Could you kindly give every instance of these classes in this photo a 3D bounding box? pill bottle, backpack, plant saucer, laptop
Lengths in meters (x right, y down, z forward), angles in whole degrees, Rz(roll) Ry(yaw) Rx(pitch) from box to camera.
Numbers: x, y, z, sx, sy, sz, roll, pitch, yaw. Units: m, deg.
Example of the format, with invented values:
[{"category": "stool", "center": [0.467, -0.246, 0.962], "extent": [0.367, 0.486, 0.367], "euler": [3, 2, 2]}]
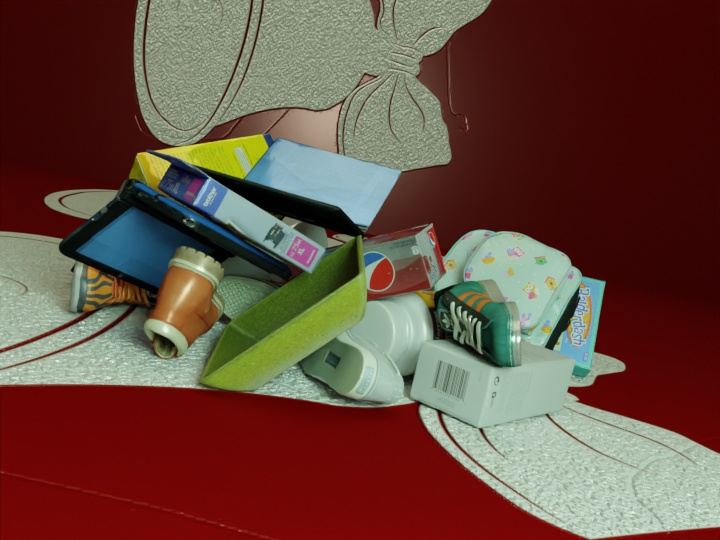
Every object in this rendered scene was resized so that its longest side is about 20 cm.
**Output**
[{"category": "pill bottle", "center": [0.083, 0.081, 1.043], "extent": [0.199, 0.110, 0.109], "euler": [4, 11, -45]}, {"category": "backpack", "center": [0.205, 0.033, 1.188], "extent": [0.199, 0.176, 0.154], "euler": [24, -26, 25]}, {"category": "plant saucer", "center": [-0.067, 0.052, 0.878], "extent": [0.048, 0.199, 0.200], "euler": [55, 7, -12]}, {"category": "laptop", "center": [-0.070, -0.122, 0.980], "extent": [0.186, 0.116, 0.200], "euler": [17, -7, 16]}]

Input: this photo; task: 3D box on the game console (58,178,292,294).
[{"category": "game console", "center": [-0.210, -0.010, 0.939], "extent": [0.170, 0.119, 0.200], "euler": [28, -2, 35]}]

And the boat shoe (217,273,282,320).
[{"category": "boat shoe", "center": [-0.105, 0.050, 1.097], "extent": [0.199, 0.075, 0.062], "euler": [16, 19, -16]}]

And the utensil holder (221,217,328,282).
[{"category": "utensil holder", "center": [-0.174, -0.031, 1.263], "extent": [0.199, 0.171, 0.170], "euler": [17, 9, 26]}]

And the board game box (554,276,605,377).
[{"category": "board game box", "center": [0.273, 0.070, 1.274], "extent": [0.199, 0.153, 0.045], "euler": [13, -23, 10]}]

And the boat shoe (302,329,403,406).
[{"category": "boat shoe", "center": [-0.010, 0.107, 0.912], "extent": [0.071, 0.070, 0.201], "euler": [28, 1, -23]}]

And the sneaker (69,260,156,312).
[{"category": "sneaker", "center": [-0.306, 0.015, 1.044], "extent": [0.111, 0.078, 0.200], "euler": [10, 7, -8]}]

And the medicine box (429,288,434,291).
[{"category": "medicine box", "center": [0.099, 0.039, 1.418], "extent": [0.181, 0.103, 0.200], "euler": [15, 7, 24]}]

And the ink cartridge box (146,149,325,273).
[{"category": "ink cartridge box", "center": [-0.146, -0.066, 0.904], "extent": [0.200, 0.042, 0.119], "euler": [34, -6, -35]}]

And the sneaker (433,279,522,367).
[{"category": "sneaker", "center": [0.129, 0.061, 0.909], "extent": [0.079, 0.072, 0.200], "euler": [-6, 13, -2]}]

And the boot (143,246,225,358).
[{"category": "boot", "center": [-0.207, 0.055, 0.920], "extent": [0.075, 0.108, 0.200], "euler": [21, -21, -1]}]

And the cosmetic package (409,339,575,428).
[{"category": "cosmetic package", "center": [0.161, 0.127, 0.959], "extent": [0.101, 0.072, 0.200], "euler": [19, 10, 40]}]

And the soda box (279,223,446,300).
[{"category": "soda box", "center": [0.000, 0.000, 0.999], "extent": [0.199, 0.070, 0.063], "euler": [-12, 12, 27]}]

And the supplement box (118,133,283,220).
[{"category": "supplement box", "center": [-0.202, -0.097, 1.079], "extent": [0.199, 0.110, 0.109], "euler": [-16, -17, -35]}]

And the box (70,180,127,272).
[{"category": "box", "center": [-0.339, -0.060, 1.227], "extent": [0.050, 0.158, 0.200], "euler": [35, 8, 3]}]
